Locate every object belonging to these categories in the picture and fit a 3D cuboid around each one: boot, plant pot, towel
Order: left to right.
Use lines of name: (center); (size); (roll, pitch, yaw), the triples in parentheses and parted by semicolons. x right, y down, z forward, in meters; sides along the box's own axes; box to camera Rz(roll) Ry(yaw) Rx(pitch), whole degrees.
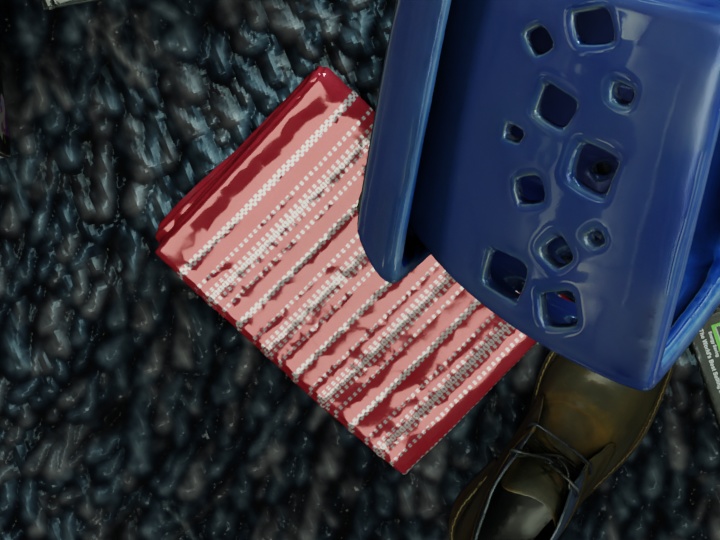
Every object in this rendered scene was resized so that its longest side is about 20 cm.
towel: (0.000, 0.000, 1.507); (0.200, 0.022, 0.145); (43, 101, -10)
boot: (0.118, 0.100, 1.489); (0.074, 0.097, 0.201); (31, 105, -6)
plant pot: (0.112, -0.080, 1.381); (0.179, 0.200, 0.201); (16, 113, 16)

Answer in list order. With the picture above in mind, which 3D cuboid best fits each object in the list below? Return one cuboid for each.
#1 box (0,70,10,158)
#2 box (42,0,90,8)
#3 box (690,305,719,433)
box: (-0.269, -0.151, 1.443); (0.142, 0.036, 0.202); (-7, 87, 4)
box: (-0.077, -0.241, 1.322); (0.199, 0.048, 0.195); (-10, 101, 0)
box: (0.294, 0.074, 1.491); (0.192, 0.048, 0.201); (-18, 106, 5)
